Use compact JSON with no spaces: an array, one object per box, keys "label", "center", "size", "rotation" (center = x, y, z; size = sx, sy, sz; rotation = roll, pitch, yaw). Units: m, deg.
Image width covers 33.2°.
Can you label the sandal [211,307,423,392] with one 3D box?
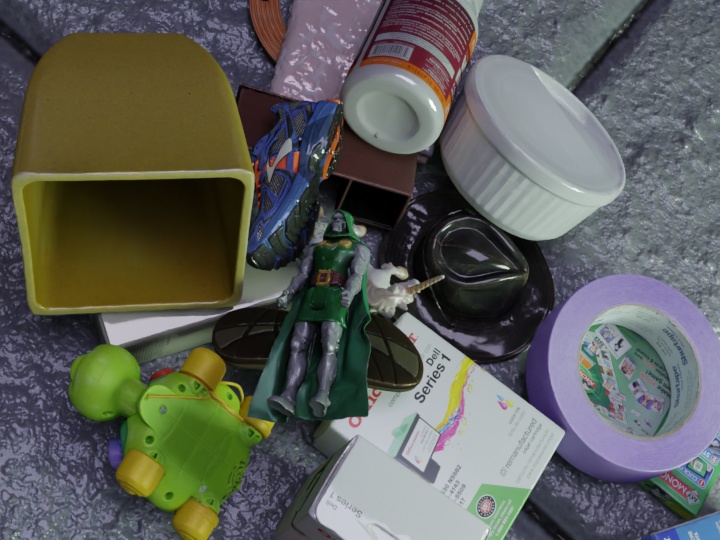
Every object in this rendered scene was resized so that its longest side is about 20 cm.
[{"label":"sandal","center":[-0.040,0.081,1.125],"size":[0.196,0.055,0.083],"rotation":[3,48,-1]}]

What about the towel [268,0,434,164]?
[{"label":"towel","center":[0.008,-0.230,1.305],"size":[0.188,0.032,0.203],"rotation":[17,67,-8]}]

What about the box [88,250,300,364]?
[{"label":"box","center":[-0.158,0.030,1.165],"size":[0.197,0.082,0.069],"rotation":[-16,74,-21]}]

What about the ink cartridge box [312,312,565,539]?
[{"label":"ink cartridge box","center":[0.074,0.162,1.177],"size":[0.199,0.084,0.146],"rotation":[36,66,1]}]

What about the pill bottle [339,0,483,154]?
[{"label":"pill bottle","center":[0.058,-0.225,1.232],"size":[0.108,0.110,0.202],"rotation":[26,55,-4]}]

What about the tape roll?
[{"label":"tape roll","center":[0.271,0.109,1.227],"size":[0.197,0.066,0.204],"rotation":[5,71,-13]}]

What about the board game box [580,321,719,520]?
[{"label":"board game box","center":[0.299,0.146,1.272],"size":[0.199,0.029,0.135],"rotation":[38,67,0]}]

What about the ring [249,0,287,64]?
[{"label":"ring","center":[-0.027,-0.286,1.342],"size":[0.197,0.019,0.204],"rotation":[5,70,-13]}]

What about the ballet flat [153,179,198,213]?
[{"label":"ballet flat","center":[-0.212,-0.086,1.203],"size":[0.199,0.071,0.071],"rotation":[40,66,0]}]

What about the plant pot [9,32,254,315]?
[{"label":"plant pot","center":[-0.203,-0.100,1.077],"size":[0.191,0.197,0.202],"rotation":[-2,55,-11]}]

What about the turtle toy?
[{"label":"turtle toy","center":[-0.178,0.142,1.095],"size":[0.200,0.100,0.147],"rotation":[47,62,-30]}]

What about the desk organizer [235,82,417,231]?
[{"label":"desk organizer","center":[-0.042,-0.114,1.241],"size":[0.197,0.072,0.078],"rotation":[15,55,-9]}]

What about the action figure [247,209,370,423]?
[{"label":"action figure","center":[-0.033,0.034,1.077],"size":[0.116,0.055,0.203],"rotation":[-1,58,20]}]

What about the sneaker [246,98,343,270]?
[{"label":"sneaker","center":[-0.074,-0.083,1.141],"size":[0.077,0.076,0.202],"rotation":[11,52,12]}]

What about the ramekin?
[{"label":"ramekin","center":[0.172,-0.121,1.260],"size":[0.200,0.094,0.204],"rotation":[25,37,-21]}]

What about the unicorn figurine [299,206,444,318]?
[{"label":"unicorn figurine","center":[0.000,0.000,1.174],"size":[0.198,0.137,0.075],"rotation":[24,99,18]}]

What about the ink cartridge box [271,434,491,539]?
[{"label":"ink cartridge box","center":[0.013,0.235,1.072],"size":[0.145,0.200,0.085],"rotation":[34,67,-1]}]

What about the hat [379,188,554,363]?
[{"label":"hat","center":[0.121,-0.007,1.250],"size":[0.197,0.081,0.204],"rotation":[5,69,-14]}]

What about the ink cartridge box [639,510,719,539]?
[{"label":"ink cartridge box","center":[0.322,0.285,1.172],"size":[0.197,0.137,0.077],"rotation":[-11,69,-18]}]
